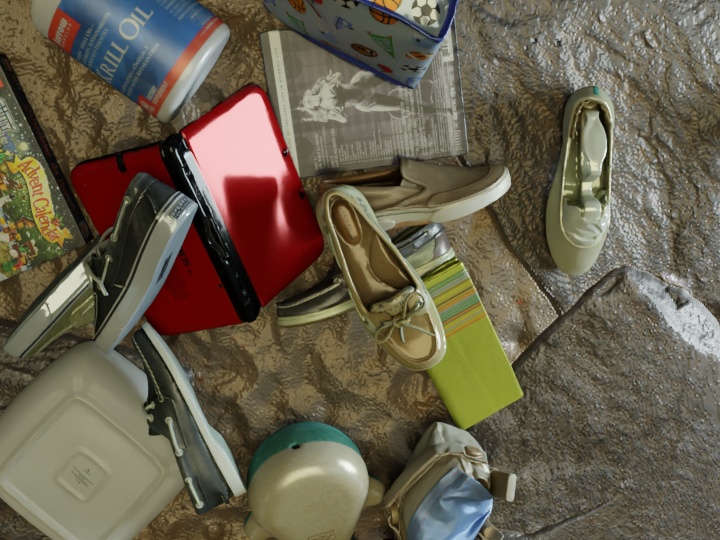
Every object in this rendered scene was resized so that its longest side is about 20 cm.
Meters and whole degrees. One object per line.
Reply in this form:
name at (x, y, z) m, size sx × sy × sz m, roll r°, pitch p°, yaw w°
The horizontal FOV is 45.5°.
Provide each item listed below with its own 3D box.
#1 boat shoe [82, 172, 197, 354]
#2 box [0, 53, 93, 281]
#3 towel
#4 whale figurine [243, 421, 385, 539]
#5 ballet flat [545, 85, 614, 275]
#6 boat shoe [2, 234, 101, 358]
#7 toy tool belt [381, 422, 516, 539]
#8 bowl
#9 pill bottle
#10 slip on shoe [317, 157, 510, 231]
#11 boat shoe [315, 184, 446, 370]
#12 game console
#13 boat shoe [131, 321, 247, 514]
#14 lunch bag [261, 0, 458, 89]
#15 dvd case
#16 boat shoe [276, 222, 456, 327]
boat shoe at (-0.214, -0.004, 0.778) m, size 0.068 × 0.074 × 0.200 m, roll 34°, pitch 132°, yaw -2°
box at (-0.372, -0.093, 0.849) m, size 0.135 × 0.038 × 0.202 m, roll -23°, pitch 103°, yaw 0°
towel at (0.104, 0.082, 0.912) m, size 0.085 × 0.018 × 0.201 m, roll -28°, pitch 121°, yaw 1°
whale figurine at (-0.052, 0.248, 0.936) m, size 0.157 × 0.104 × 0.202 m, roll -17°, pitch 127°, yaw -5°
ballet flat at (0.232, -0.088, 0.892) m, size 0.069 × 0.070 × 0.203 m, roll -1°, pitch 103°, yaw -5°
boat shoe at (-0.275, 0.023, 0.868) m, size 0.200 × 0.072 × 0.062 m, roll -44°, pitch 110°, yaw 3°
toy tool belt at (0.085, 0.274, 0.912) m, size 0.124 × 0.123 × 0.202 m, roll 21°, pitch 100°, yaw -36°
bowl at (-0.286, 0.200, 0.904) m, size 0.200 × 0.075 × 0.200 m, roll -45°, pitch 101°, yaw 4°
pill bottle at (-0.230, -0.239, 0.793) m, size 0.199 × 0.112 × 0.113 m, roll 35°, pitch 97°, yaw -11°
slip on shoe at (0.053, -0.085, 0.873) m, size 0.198 × 0.076 × 0.061 m, roll -13°, pitch 114°, yaw 5°
boat shoe at (0.016, 0.011, 0.822) m, size 0.073 × 0.063 × 0.201 m, roll -33°, pitch 94°, yaw 3°
game console at (-0.153, -0.056, 0.848) m, size 0.170 × 0.119 × 0.202 m, roll -10°, pitch 121°, yaw 19°
boat shoe at (-0.183, 0.150, 0.855) m, size 0.060 × 0.076 × 0.202 m, roll -28°, pitch 95°, yaw -9°
lunch bag at (-0.009, -0.269, 0.768) m, size 0.198 × 0.170 × 0.125 m, roll 22°, pitch 84°, yaw -3°
dvd case at (0.005, -0.179, 0.877) m, size 0.197 × 0.016 × 0.151 m, roll -9°, pitch 103°, yaw -4°
boat shoe at (0.001, 0.000, 0.891) m, size 0.199 × 0.072 × 0.067 m, roll -21°, pitch 98°, yaw -6°
